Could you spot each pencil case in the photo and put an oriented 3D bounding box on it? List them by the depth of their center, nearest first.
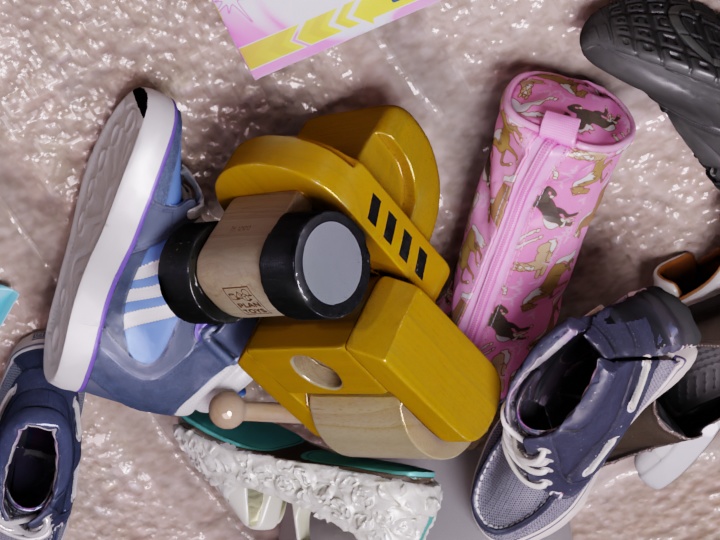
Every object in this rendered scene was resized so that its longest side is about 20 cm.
[{"bbox_3d":[0.092,-0.018,1.100,0.082,0.087,0.201,3,126,-22],"label":"pencil case"}]

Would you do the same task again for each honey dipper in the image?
[{"bbox_3d":[-0.001,0.088,1.166,0.198,0.038,0.038,5,125,-25],"label":"honey dipper"}]

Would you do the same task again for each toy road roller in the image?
[{"bbox_3d":[0.000,0.000,1.071,0.122,0.147,0.200,-3,138,47],"label":"toy road roller"}]

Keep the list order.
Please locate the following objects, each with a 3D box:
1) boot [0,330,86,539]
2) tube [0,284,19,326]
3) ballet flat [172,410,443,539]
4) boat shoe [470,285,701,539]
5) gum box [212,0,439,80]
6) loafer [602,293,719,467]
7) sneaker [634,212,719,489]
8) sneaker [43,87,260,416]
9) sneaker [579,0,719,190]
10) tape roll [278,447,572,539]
[{"bbox_3d":[-0.215,0.142,1.200,0.072,0.091,0.202,9,123,-7],"label":"boot"},{"bbox_3d":[-0.310,0.005,1.141,0.198,0.051,0.078,22,128,-21],"label":"tube"},{"bbox_3d":[-0.041,0.132,1.152,0.199,0.072,0.072,13,132,37],"label":"ballet flat"},{"bbox_3d":[0.100,0.089,1.070,0.092,0.075,0.201,-11,142,-47],"label":"boat shoe"},{"bbox_3d":[0.009,-0.197,0.995,0.198,0.066,0.114,-21,120,13],"label":"gum box"},{"bbox_3d":[0.170,0.067,1.105,0.199,0.071,0.073,-31,99,30],"label":"loafer"},{"bbox_3d":[0.203,0.041,1.164,0.084,0.073,0.201,28,119,4],"label":"sneaker"},{"bbox_3d":[-0.095,-0.004,1.124,0.145,0.081,0.202,11,116,-23],"label":"sneaker"},{"bbox_3d":[0.207,-0.086,1.071,0.198,0.076,0.091,21,128,-11],"label":"sneaker"},{"bbox_3d":[0.044,0.220,1.227,0.200,0.140,0.204,-1,124,-1],"label":"tape roll"}]
